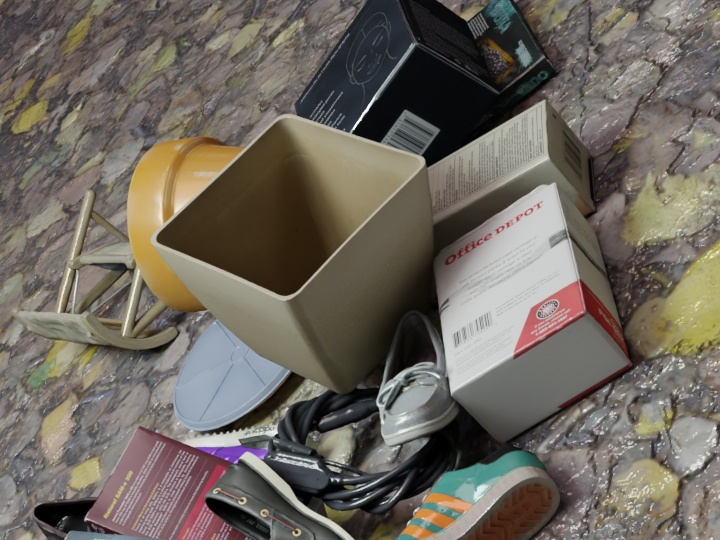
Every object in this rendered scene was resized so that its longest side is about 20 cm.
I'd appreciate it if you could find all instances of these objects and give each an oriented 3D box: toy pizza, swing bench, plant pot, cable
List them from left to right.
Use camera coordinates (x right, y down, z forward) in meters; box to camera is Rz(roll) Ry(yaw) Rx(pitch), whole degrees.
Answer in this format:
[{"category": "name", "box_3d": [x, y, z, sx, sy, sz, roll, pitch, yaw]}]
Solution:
[{"category": "swing bench", "box_3d": [-0.299, 0.013, 2.125, 0.198, 0.130, 0.201, 3, 60, 53]}, {"category": "plant pot", "box_3d": [-0.133, -0.061, 1.949, 0.182, 0.201, 0.201, -7, 45, 31]}, {"category": "toy pizza", "box_3d": [-0.124, 0.099, 1.881, 0.200, 0.032, 0.201, -31, 32, 22]}, {"category": "plant pot", "box_3d": [-0.044, -0.002, 1.639, 0.199, 0.178, 0.200, 21, 56, 40]}, {"category": "cable", "box_3d": [0.010, 0.162, 1.577, 0.199, 0.051, 0.163, 4, 27, 35]}]

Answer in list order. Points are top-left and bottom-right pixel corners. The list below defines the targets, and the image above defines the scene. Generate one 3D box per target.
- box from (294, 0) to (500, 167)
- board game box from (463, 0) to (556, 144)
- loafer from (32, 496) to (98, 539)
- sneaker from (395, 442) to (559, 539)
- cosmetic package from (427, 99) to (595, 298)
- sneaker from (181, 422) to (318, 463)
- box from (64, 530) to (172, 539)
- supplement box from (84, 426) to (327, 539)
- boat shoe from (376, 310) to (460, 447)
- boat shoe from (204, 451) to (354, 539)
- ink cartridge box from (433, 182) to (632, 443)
[{"category": "box", "box_3d": [0.035, -0.191, 1.906, 0.200, 0.124, 0.197, -52, 27, 22]}, {"category": "board game box", "box_3d": [0.143, -0.236, 1.967, 0.135, 0.028, 0.200, -38, 29, 13]}, {"category": "loafer", "box_3d": [-0.282, 0.274, 1.827, 0.199, 0.063, 0.072, -10, 44, 46]}, {"category": "sneaker", "box_3d": [0.073, 0.221, 1.438, 0.200, 0.072, 0.080, -35, 29, 1]}, {"category": "cosmetic package", "box_3d": [0.128, -0.070, 1.713, 0.199, 0.087, 0.104, -28, 34, 26]}, {"category": "sneaker", "box_3d": [-0.137, 0.218, 1.706, 0.199, 0.070, 0.100, -20, 40, 39]}, {"category": "box", "box_3d": [-0.172, 0.302, 1.553, 0.199, 0.158, 0.051, -7, 46, 49]}, {"category": "supplement box", "box_3d": [-0.142, 0.234, 1.594, 0.199, 0.061, 0.109, 20, 61, 17]}, {"category": "boat shoe", "box_3d": [0.048, 0.098, 1.539, 0.074, 0.065, 0.202, -22, 15, 17]}, {"category": "boat shoe", "box_3d": [-0.053, 0.241, 1.503, 0.201, 0.074, 0.063, 34, 64, 27]}, {"category": "ink cartridge box", "box_3d": [0.152, 0.035, 1.552, 0.146, 0.083, 0.201, -33, 32, 20]}]
